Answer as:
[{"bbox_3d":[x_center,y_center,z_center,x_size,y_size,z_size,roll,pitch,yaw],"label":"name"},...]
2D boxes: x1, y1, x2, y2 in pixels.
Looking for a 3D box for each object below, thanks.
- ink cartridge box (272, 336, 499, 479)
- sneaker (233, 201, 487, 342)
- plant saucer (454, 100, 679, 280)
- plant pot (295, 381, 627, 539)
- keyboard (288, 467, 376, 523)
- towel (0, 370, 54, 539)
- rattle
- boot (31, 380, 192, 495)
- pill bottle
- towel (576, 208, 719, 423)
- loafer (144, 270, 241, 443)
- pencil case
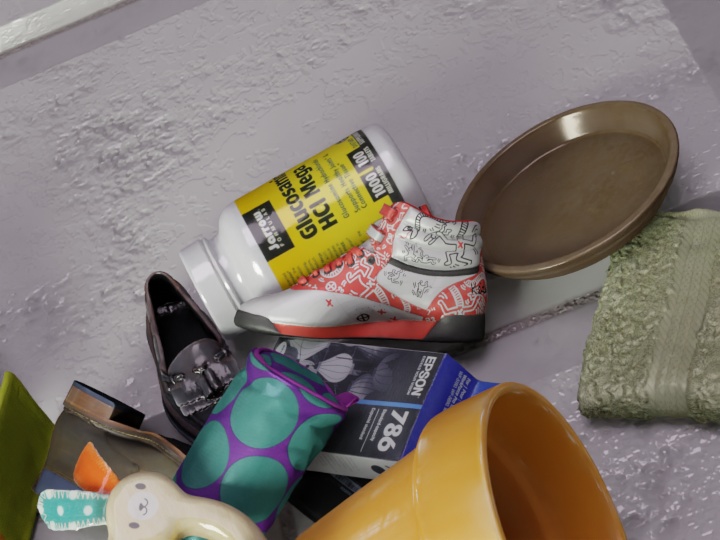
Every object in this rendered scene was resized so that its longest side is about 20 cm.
[{"bbox_3d":[0.006,0.106,1.315,0.199,0.039,0.100,4,55,32],"label":"ink cartridge box"},{"bbox_3d":[0.001,0.000,1.374,0.200,0.067,0.109,1,90,7],"label":"sneaker"},{"bbox_3d":[0.169,-0.062,1.408,0.199,0.030,0.201,-25,33,17],"label":"plant saucer"},{"bbox_3d":[0.056,0.199,1.133,0.182,0.200,0.201,-26,40,25],"label":"plant pot"},{"bbox_3d":[0.009,0.146,1.319,0.127,0.021,0.200,-47,47,-12],"label":"keyboard"},{"bbox_3d":[-0.281,0.182,1.379,0.018,0.086,0.201,-9,45,17],"label":"towel"},{"bbox_3d":[-0.143,0.171,1.152,0.130,0.143,0.200,-38,69,-2],"label":"rattle"},{"bbox_3d":[-0.173,0.171,1.369,0.199,0.075,0.097,27,87,34],"label":"boot"},{"bbox_3d":[-0.045,-0.028,1.446,0.199,0.113,0.113,-30,42,-3],"label":"pill bottle"},{"bbox_3d":[0.243,0.030,1.302,0.147,0.037,0.201,-1,49,28],"label":"towel"},{"bbox_3d":[-0.140,0.072,1.422,0.072,0.063,0.200,-25,37,-9],"label":"loafer"},{"bbox_3d":[-0.087,0.160,1.260,0.201,0.092,0.085,-61,23,3],"label":"pencil case"}]
